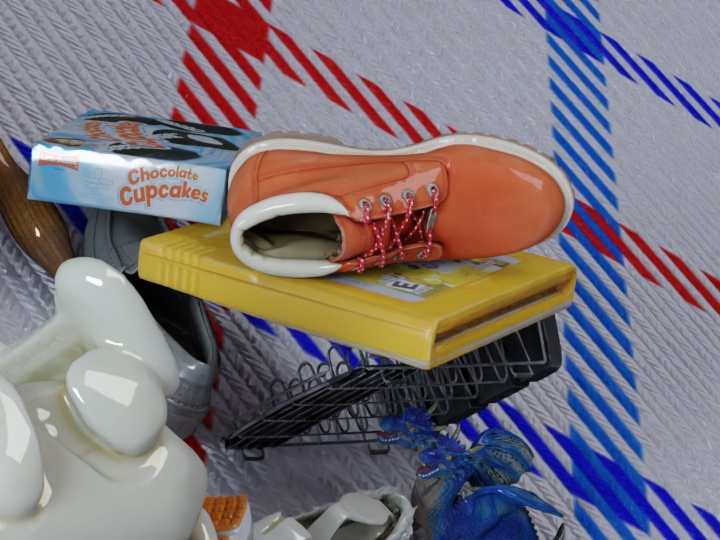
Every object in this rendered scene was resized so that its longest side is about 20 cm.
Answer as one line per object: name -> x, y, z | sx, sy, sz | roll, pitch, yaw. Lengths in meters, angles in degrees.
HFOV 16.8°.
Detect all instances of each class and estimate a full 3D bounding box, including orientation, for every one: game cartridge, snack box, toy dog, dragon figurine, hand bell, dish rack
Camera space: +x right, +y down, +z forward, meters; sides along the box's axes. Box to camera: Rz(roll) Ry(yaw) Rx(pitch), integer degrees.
game cartridge -> 0.000, 0.000, 1.419 | 0.199, 0.033, 0.176 | 18, 20, 28
snack box -> -0.128, -0.065, 1.500 | 0.115, 0.037, 0.200 | 8, 10, 2
toy dog -> -0.170, 0.125, 1.119 | 0.195, 0.139, 0.200 | 58, 42, -14
dragon figurine -> 0.081, 0.137, 1.478 | 0.199, 0.100, 0.059 | 16, 35, -37
hand bell -> -0.229, -0.080, 1.491 | 0.201, 0.104, 0.104 | 55, 32, 9
dish rack -> 0.016, 0.065, 1.469 | 0.199, 0.153, 0.055 | 0, 66, -46

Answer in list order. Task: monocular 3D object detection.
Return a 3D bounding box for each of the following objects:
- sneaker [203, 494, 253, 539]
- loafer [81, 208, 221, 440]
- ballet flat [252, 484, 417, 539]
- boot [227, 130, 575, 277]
sneaker -> -0.094, 0.192, 1.237 | 0.200, 0.075, 0.093 | -66, 144, -58
loafer -> -0.121, 0.014, 1.467 | 0.070, 0.070, 0.201 | 16, 35, -32
ballet flat -> -0.037, 0.156, 1.360 | 0.072, 0.072, 0.199 | 47, 31, 19
boot -> 0.021, -0.028, 1.366 | 0.198, 0.076, 0.107 | 1, 22, 3
